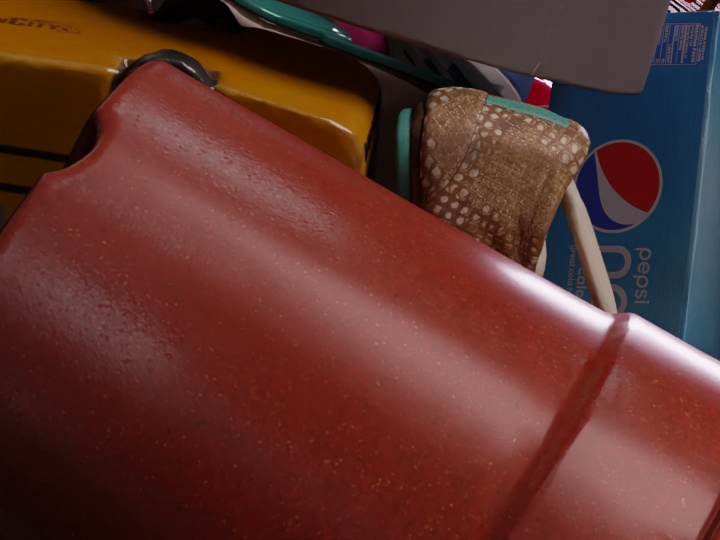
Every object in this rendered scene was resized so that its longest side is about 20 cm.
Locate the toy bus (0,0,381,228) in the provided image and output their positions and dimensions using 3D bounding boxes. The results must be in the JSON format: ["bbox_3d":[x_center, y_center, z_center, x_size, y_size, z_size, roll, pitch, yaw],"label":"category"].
[{"bbox_3d":[-0.095,-0.044,0.917,0.199,0.079,0.065,7,24,3],"label":"toy bus"}]

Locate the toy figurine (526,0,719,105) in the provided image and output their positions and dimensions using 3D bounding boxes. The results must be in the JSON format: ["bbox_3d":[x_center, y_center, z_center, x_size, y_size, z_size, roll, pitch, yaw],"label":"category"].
[{"bbox_3d":[0.133,-0.068,1.291,0.150,0.184,0.200,19,32,-47],"label":"toy figurine"}]

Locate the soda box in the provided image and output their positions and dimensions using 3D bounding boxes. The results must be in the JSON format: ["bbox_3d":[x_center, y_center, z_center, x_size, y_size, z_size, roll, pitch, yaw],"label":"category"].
[{"bbox_3d":[0.099,0.014,1.045,0.068,0.064,0.201,30,65,-59],"label":"soda box"}]

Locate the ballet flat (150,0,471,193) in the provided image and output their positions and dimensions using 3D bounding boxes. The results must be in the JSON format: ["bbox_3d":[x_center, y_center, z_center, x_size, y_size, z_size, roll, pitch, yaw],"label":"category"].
[{"bbox_3d":[-0.022,-0.058,1.009,0.069,0.070,0.200,21,8,-45],"label":"ballet flat"}]

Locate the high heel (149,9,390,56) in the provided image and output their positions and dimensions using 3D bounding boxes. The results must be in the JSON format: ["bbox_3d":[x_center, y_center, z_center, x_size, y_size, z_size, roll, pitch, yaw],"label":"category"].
[{"bbox_3d":[-0.053,-0.081,1.172,0.199,0.067,0.097,14,45,-42],"label":"high heel"}]

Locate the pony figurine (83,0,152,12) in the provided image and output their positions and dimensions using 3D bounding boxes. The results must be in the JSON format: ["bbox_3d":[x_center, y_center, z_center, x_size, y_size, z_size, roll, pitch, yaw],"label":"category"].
[{"bbox_3d":[-0.163,-0.178,1.044,0.200,0.167,0.193,50,7,35],"label":"pony figurine"}]

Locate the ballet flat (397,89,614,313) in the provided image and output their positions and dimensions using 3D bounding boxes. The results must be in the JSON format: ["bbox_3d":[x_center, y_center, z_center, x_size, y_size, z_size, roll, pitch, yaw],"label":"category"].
[{"bbox_3d":[0.048,0.040,0.922,0.065,0.201,0.071,0,29,7],"label":"ballet flat"}]

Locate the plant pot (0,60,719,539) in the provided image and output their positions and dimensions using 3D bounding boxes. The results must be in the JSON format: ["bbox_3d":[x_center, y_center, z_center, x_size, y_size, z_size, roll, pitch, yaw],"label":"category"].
[{"bbox_3d":[-0.018,0.057,0.802,0.195,0.201,0.201,35,21,1],"label":"plant pot"}]

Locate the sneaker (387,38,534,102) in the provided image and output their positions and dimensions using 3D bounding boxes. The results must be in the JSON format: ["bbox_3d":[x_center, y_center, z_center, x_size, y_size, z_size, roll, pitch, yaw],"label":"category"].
[{"bbox_3d":[0.036,-0.147,1.292,0.199,0.115,0.081,34,-14,42],"label":"sneaker"}]

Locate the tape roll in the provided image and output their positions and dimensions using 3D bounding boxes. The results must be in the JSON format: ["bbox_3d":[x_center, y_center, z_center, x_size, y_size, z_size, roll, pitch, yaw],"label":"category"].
[{"bbox_3d":[0.007,-0.118,0.975,0.199,0.067,0.200,17,8,-2],"label":"tape roll"}]

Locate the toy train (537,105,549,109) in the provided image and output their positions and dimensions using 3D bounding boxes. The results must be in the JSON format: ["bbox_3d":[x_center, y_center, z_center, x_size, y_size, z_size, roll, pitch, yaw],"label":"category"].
[{"bbox_3d":[0.000,0.000,1.048,0.200,0.115,0.085,-28,116,-59],"label":"toy train"}]
